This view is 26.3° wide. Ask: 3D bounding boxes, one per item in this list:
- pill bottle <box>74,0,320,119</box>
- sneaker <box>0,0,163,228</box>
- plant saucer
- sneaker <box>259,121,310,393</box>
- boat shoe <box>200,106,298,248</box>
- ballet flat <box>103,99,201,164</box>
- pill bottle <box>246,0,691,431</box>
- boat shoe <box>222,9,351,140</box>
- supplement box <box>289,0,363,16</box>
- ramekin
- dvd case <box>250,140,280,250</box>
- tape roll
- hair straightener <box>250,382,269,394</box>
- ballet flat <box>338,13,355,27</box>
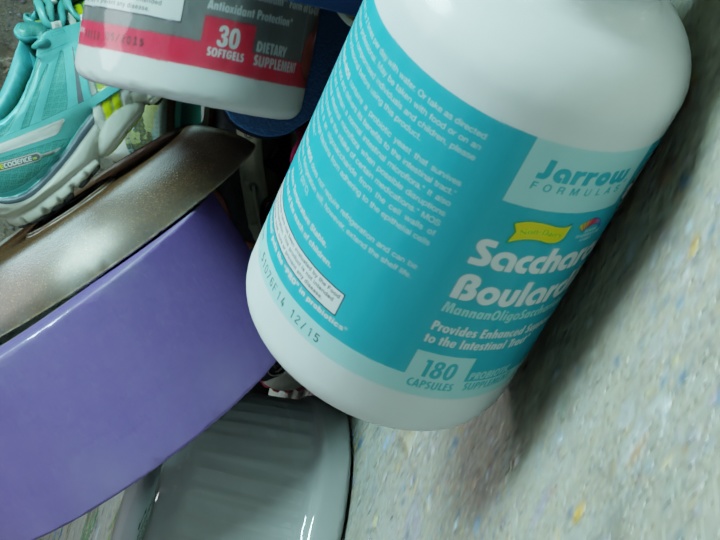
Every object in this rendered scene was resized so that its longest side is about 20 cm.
[{"bbox_3d":[-0.062,-0.178,0.711,0.111,0.110,0.202,-137,58,-77],"label":"pill bottle"},{"bbox_3d":[-0.138,-0.115,0.800,0.200,0.080,0.077,-50,25,-7],"label":"sneaker"},{"bbox_3d":[-0.146,-0.022,0.812,0.199,0.032,0.200,-31,13,8],"label":"plant saucer"},{"bbox_3d":[-0.028,-0.010,0.871,0.081,0.074,0.201,-84,16,-46],"label":"sneaker"},{"bbox_3d":[-0.057,-0.108,0.887,0.071,0.062,0.202,-27,-49,-56],"label":"boat shoe"},{"bbox_3d":[-0.124,-0.074,0.953,0.200,0.070,0.070,77,-158,-66],"label":"ballet flat"},{"bbox_3d":[0.040,-0.047,0.529,0.111,0.110,0.201,-87,19,-51],"label":"pill bottle"},{"bbox_3d":[-0.015,-0.159,0.814,0.201,0.084,0.069,-61,14,-5],"label":"boat shoe"},{"bbox_3d":[0.024,-0.210,0.566,0.201,0.198,0.135,-65,31,31],"label":"supplement box"},{"bbox_3d":[-0.083,0.156,0.827,0.202,0.093,0.204,-162,90,-78],"label":"ramekin"},{"bbox_3d":[-0.067,-0.052,1.013,0.146,0.022,0.202,-163,60,-78],"label":"dvd case"},{"bbox_3d":[-0.137,0.047,0.788,0.199,0.085,0.200,-33,12,8],"label":"tape roll"},{"bbox_3d":[-0.086,0.108,0.992,0.077,0.041,0.202,-130,48,-77],"label":"hair straightener"},{"bbox_3d":[0.040,-0.197,0.758,0.069,0.069,0.202,151,139,-73],"label":"ballet flat"}]
